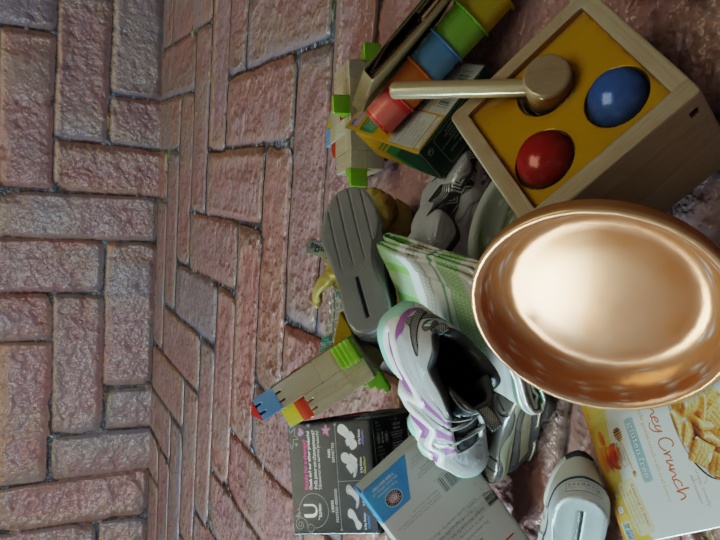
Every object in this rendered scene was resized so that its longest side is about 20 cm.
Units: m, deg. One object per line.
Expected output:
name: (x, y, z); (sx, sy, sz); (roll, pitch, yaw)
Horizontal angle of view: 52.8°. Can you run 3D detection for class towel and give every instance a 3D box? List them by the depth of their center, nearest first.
towel: (0.090, 0.048, 0.708); (0.199, 0.030, 0.152); (22, 135, 57)

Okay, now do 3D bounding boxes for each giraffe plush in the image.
giraffe plush: (0.047, 0.000, 0.924); (0.160, 0.199, 0.176); (24, 111, 29)

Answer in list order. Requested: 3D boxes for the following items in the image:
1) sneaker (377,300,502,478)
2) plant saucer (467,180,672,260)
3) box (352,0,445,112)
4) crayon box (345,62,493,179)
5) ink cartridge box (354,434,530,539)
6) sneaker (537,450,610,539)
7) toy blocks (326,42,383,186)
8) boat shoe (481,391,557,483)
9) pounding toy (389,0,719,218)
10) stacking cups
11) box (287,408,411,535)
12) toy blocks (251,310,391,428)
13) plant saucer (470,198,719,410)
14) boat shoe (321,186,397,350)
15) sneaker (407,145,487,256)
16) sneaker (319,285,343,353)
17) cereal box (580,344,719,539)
sneaker: (0.093, 0.129, 0.669); (0.202, 0.077, 0.139); (61, 163, -20)
plant saucer: (0.194, -0.031, 0.675); (0.198, 0.050, 0.204); (-21, 56, 35)
box: (0.053, -0.266, 0.845); (0.164, 0.021, 0.200); (-50, 5, 0)
crayon box: (0.074, -0.195, 0.898); (0.126, 0.051, 0.200); (-52, 32, -2)
ink cartridge box: (0.098, 0.278, 0.777); (0.201, 0.115, 0.068); (53, 168, 3)
sneaker: (0.202, 0.261, 0.694); (0.071, 0.072, 0.203); (-58, -23, -55)
toy blocks: (-0.012, -0.220, 1.094); (0.136, 0.098, 0.205); (177, 92, -72)
boat shoe: (0.162, 0.127, 0.754); (0.075, 0.072, 0.203); (47, 137, 47)
pounding toy: (0.159, -0.128, 0.616); (0.184, 0.141, 0.202); (-41, 48, 19)
stacking cups: (0.089, -0.240, 0.832); (0.201, 0.060, 0.061); (-49, 41, 14)
box: (0.000, 0.247, 0.917); (0.112, 0.200, 0.135); (-9, 80, 19)
toy blocks: (-0.046, 0.125, 0.821); (0.101, 0.135, 0.200); (57, -175, 3)
plant saucer: (0.183, 0.026, 0.549); (0.201, 0.198, 0.038); (-56, 4, 47)
boat shoe: (0.000, 0.000, 0.825); (0.071, 0.071, 0.203); (63, -163, -56)
sneaker: (0.123, -0.049, 0.834); (0.075, 0.114, 0.202); (-30, 27, 47)
sneaker: (0.000, 0.068, 1.078); (0.077, 0.091, 0.203); (-17, 50, 44)
cereal box: (0.269, 0.129, 0.581); (0.200, 0.039, 0.147); (-48, 48, 53)
